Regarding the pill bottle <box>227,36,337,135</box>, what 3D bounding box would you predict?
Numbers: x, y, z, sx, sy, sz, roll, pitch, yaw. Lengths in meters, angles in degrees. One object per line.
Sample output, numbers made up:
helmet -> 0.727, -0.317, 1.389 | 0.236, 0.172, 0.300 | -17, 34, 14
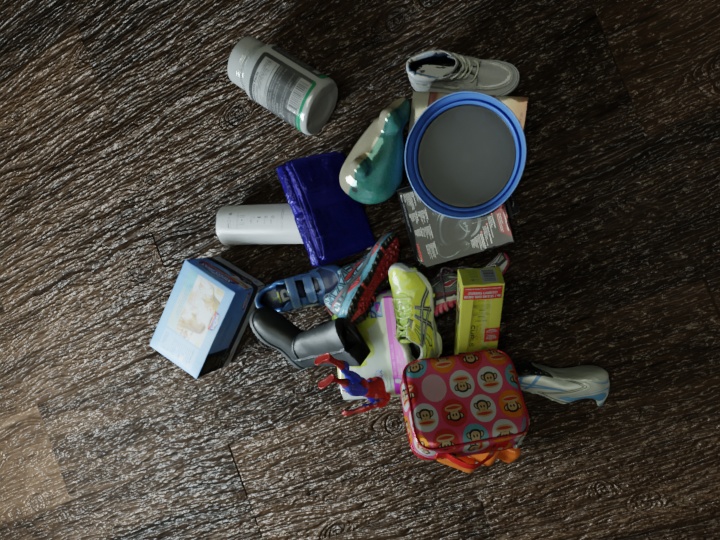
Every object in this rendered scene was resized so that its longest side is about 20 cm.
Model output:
pill bottle -> -0.151, -0.359, 1.003 | 0.198, 0.113, 0.114 | 35, 103, 12

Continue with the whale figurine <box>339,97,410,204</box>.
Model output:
whale figurine -> 0.042, -0.202, 0.926 | 0.103, 0.159, 0.201 | 38, 135, 4

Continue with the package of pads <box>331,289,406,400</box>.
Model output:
package of pads -> 0.024, 0.144, 1.007 | 0.151, 0.068, 0.204 | -8, 91, 17

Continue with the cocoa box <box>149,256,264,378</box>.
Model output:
cocoa box -> -0.313, 0.092, 1.073 | 0.132, 0.131, 0.203 | 30, 102, 13

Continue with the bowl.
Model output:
bowl -> 0.173, -0.189, 0.867 | 0.196, 0.039, 0.205 | 3, 100, 16

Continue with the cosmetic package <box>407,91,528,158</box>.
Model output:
cosmetic package -> 0.188, -0.253, 0.920 | 0.196, 0.087, 0.106 | 7, 98, 16

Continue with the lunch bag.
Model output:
lunch bag -> 0.170, 0.229, 0.849 | 0.196, 0.083, 0.179 | -6, 56, -5

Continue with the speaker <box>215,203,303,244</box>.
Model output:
speaker -> -0.187, -0.093, 1.049 | 0.196, 0.081, 0.083 | -1, 94, 17

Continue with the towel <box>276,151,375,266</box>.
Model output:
towel -> -0.059, -0.121, 0.985 | 0.146, 0.049, 0.204 | -20, 89, -27

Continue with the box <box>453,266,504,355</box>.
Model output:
box -> 0.203, 0.090, 0.902 | 0.074, 0.051, 0.203 | -2, 125, 2

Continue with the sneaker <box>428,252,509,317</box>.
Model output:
sneaker -> 0.177, 0.021, 0.947 | 0.198, 0.080, 0.076 | -29, 83, 17

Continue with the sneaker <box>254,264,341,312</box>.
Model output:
sneaker -> -0.122, 0.043, 1.038 | 0.197, 0.082, 0.075 | -20, 86, 16

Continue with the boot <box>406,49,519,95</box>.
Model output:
boot -> 0.177, -0.342, 0.913 | 0.196, 0.095, 0.075 | 4, 95, 16

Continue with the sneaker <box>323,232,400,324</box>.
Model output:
sneaker -> 0.000, 0.000, 0.969 | 0.094, 0.080, 0.201 | 16, 58, 35

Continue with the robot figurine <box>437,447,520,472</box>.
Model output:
robot figurine -> 0.194, 0.271, 0.941 | 0.197, 0.116, 0.146 | 22, 102, 13

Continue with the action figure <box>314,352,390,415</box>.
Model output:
action figure -> -0.023, 0.210, 0.911 | 0.098, 0.199, 0.066 | -31, 50, 24

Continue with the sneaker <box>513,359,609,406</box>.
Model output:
sneaker -> 0.331, 0.202, 0.919 | 0.196, 0.072, 0.074 | 1, 103, 20

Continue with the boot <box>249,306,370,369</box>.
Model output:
boot -> -0.096, 0.117, 0.952 | 0.165, 0.066, 0.198 | 43, 149, -23

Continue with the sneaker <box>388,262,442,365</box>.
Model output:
sneaker -> 0.092, 0.084, 0.913 | 0.074, 0.076, 0.203 | -8, 109, 38

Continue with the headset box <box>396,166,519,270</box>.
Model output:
headset box -> 0.182, -0.101, 0.938 | 0.196, 0.077, 0.152 | -17, 89, 16
